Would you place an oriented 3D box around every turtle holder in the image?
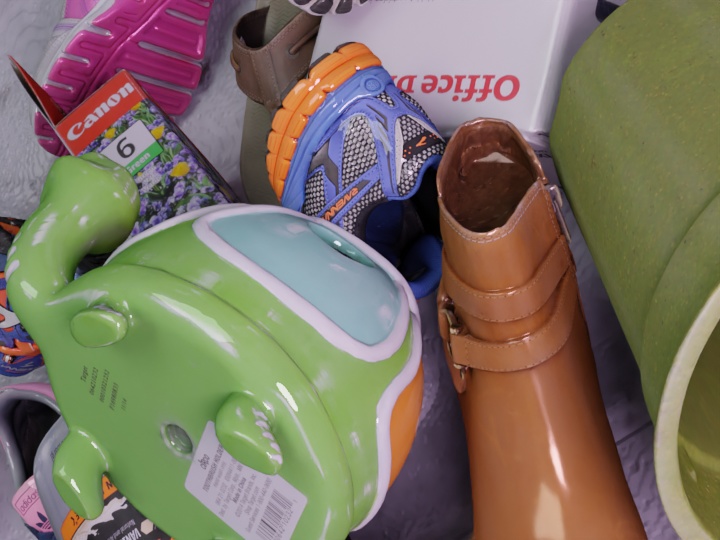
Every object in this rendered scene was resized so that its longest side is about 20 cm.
[{"bbox_3d":[-0.059,0.038,0.845,0.185,0.142,0.132,16,41,34],"label":"turtle holder"}]

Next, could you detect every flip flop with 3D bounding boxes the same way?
[{"bbox_3d":[-0.036,-0.119,1.046,0.081,0.057,0.201,-9,69,38],"label":"flip flop"}]

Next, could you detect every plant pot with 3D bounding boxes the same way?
[{"bbox_3d":[0.163,-0.018,0.776,0.200,0.200,0.190,-48,37,16],"label":"plant pot"}]

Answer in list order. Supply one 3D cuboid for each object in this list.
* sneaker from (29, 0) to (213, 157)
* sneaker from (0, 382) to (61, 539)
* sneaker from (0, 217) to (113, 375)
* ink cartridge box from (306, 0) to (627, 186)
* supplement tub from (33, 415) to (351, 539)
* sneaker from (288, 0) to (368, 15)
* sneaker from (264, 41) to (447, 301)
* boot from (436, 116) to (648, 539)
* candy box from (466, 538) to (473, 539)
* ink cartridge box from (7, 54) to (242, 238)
[{"bbox_3d":[-0.120,-0.153,1.123,0.201,0.081,0.088,-58,34,11],"label":"sneaker"},{"bbox_3d":[-0.132,0.137,1.017,0.070,0.082,0.200,-46,51,18],"label":"sneaker"},{"bbox_3d":[-0.167,0.021,1.098,0.199,0.075,0.079,16,97,48],"label":"sneaker"},{"bbox_3d":[0.068,-0.143,0.950,0.144,0.084,0.201,4,76,42],"label":"ink cartridge box"},{"bbox_3d":[-0.058,0.146,0.917,0.122,0.122,0.201,-41,59,21],"label":"supplement tub"},{"bbox_3d":[0.003,-0.219,0.924,0.089,0.078,0.201,39,100,40],"label":"sneaker"},{"bbox_3d":[0.000,0.000,0.907,0.075,0.201,0.078,-33,55,-28],"label":"sneaker"},{"bbox_3d":[0.065,0.048,0.805,0.073,0.155,0.200,-13,36,-4],"label":"boot"},{"bbox_3d":[0.020,0.164,0.826,0.026,0.199,0.103,99,153,-52],"label":"candy box"},{"bbox_3d":[-0.094,-0.039,1.027,0.050,0.109,0.200,-39,50,1],"label":"ink cartridge box"}]
